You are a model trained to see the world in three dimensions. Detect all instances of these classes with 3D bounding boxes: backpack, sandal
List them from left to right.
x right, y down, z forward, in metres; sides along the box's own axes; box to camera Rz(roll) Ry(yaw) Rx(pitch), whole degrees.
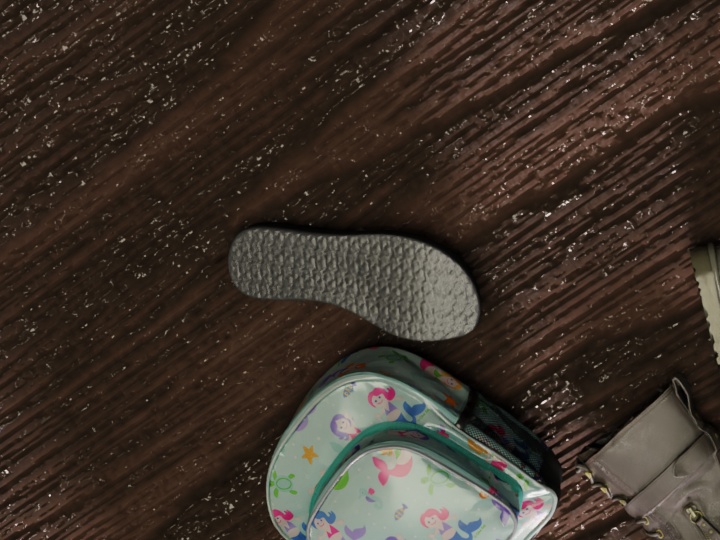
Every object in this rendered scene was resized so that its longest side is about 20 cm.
[{"bbox_3d":[0.000,-0.001,1.747,0.199,0.043,0.077,14,105,16],"label":"sandal"},{"bbox_3d":[0.030,0.164,1.743,0.200,0.151,0.178,39,110,2],"label":"backpack"}]

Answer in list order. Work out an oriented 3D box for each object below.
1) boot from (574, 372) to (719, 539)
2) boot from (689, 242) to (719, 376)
[{"bbox_3d":[0.231,0.195,1.762,0.174,0.069,0.200,40,108,1],"label":"boot"},{"bbox_3d":[0.352,0.033,1.679,0.198,0.073,0.183,-14,108,8],"label":"boot"}]
